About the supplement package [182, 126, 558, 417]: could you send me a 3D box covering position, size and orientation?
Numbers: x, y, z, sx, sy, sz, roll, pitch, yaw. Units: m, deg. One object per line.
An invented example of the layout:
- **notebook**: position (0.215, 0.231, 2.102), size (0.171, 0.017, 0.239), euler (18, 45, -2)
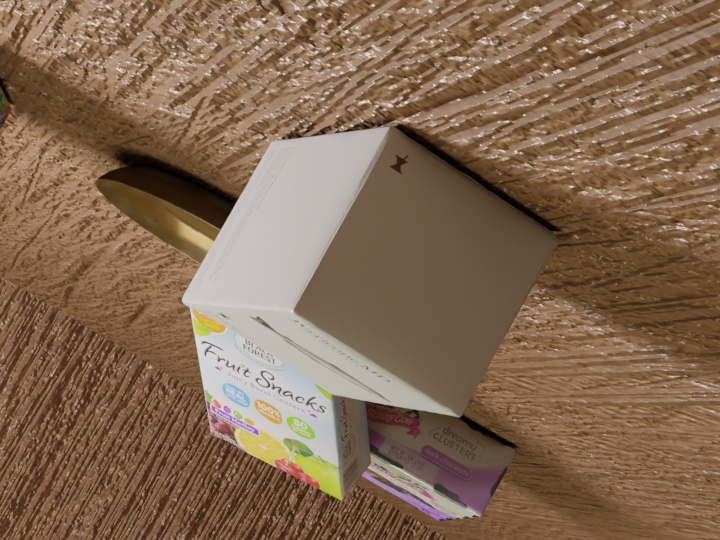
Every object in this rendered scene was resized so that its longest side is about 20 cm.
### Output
- **supplement package**: position (0.000, 0.000, 1.293), size (0.117, 0.117, 0.200), euler (33, 169, -18)

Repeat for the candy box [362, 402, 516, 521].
- **candy box**: position (0.037, 0.158, 2.108), size (0.168, 0.072, 0.200), euler (31, 169, -4)

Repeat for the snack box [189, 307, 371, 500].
- **snack box**: position (-0.067, 0.093, 1.935), size (0.142, 0.053, 0.200), euler (24, 145, 22)

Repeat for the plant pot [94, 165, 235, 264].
- **plant pot**: position (-0.106, -0.027, 1.722), size (0.200, 0.028, 0.200), euler (29, 171, 5)

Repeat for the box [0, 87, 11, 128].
- **box**: position (-0.360, -0.089, 1.643), size (0.122, 0.193, 0.200), euler (29, 171, 4)
